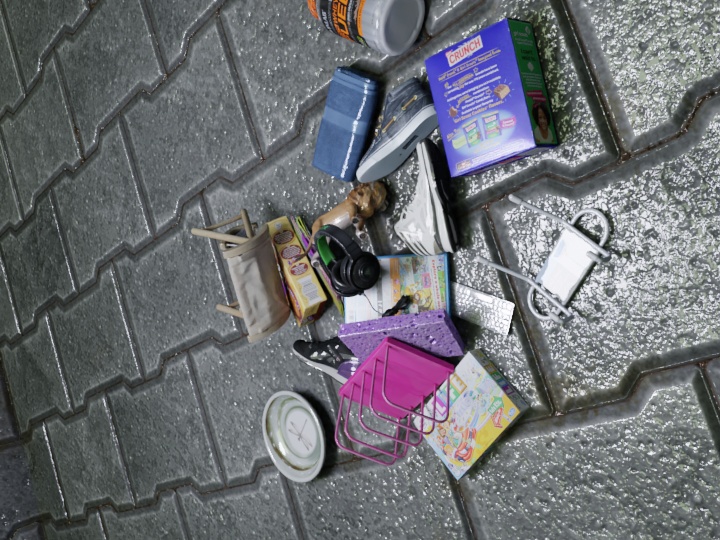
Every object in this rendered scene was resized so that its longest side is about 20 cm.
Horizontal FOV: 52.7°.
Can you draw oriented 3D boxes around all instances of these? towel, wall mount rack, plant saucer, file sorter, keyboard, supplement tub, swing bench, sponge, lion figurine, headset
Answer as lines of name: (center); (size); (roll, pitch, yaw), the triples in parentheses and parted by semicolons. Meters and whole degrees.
towel: (-0.076, -0.005, 1.446); (0.201, 0.023, 0.144); (58, 173, 20)
wall mount rack: (0.285, -0.021, 1.126); (0.174, 0.074, 0.202); (42, 122, 30)
plant saucer: (-0.135, 0.358, 1.593); (0.198, 0.050, 0.204); (9, 104, 41)
file sorter: (0.055, 0.242, 1.289); (0.200, 0.137, 0.127); (-52, 20, 44)
keyboard: (0.180, 0.055, 1.279); (0.198, 0.011, 0.057); (21, 111, 38)
supplement tub: (0.006, -0.465, 1.280); (0.199, 0.122, 0.124); (32, 117, 35)
swing bench: (-0.231, 0.005, 1.489); (0.199, 0.128, 0.202); (29, 137, 53)
sponge: (0.071, 0.121, 1.276); (0.197, 0.112, 0.030); (-10, 50, 22)
lion figurine: (-0.039, -0.094, 1.357); (0.198, 0.073, 0.123); (-23, 37, 16)
towel: (-0.026, -0.279, 1.390); (0.111, 0.048, 0.203); (33, 117, 35)
headset: (0.000, 0.000, 1.272); (0.201, 0.094, 0.123); (54, 157, -2)

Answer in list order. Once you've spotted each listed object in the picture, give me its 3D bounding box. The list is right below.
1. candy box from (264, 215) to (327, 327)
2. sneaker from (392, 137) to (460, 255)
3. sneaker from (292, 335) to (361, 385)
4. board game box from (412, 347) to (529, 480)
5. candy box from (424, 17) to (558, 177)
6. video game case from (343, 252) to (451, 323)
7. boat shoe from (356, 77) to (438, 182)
candy box: (-0.140, 0.003, 1.506); (0.202, 0.056, 0.117); (62, 160, 15)
sneaker: (0.098, -0.121, 1.267); (0.114, 0.075, 0.204); (-11, 92, 27)
sneaker: (-0.051, 0.166, 1.484); (0.198, 0.075, 0.089); (22, 97, 34)
board game box: (0.191, 0.256, 1.286); (0.135, 0.034, 0.201); (49, 126, 26)
candy box: (0.206, -0.270, 1.158); (0.168, 0.076, 0.203); (-14, 88, 44)
video game case: (0.065, 0.045, 1.315); (0.197, 0.018, 0.146); (-3, 86, 19)
boat shoe: (0.056, -0.250, 1.305); (0.200, 0.070, 0.092); (-40, 66, 27)
